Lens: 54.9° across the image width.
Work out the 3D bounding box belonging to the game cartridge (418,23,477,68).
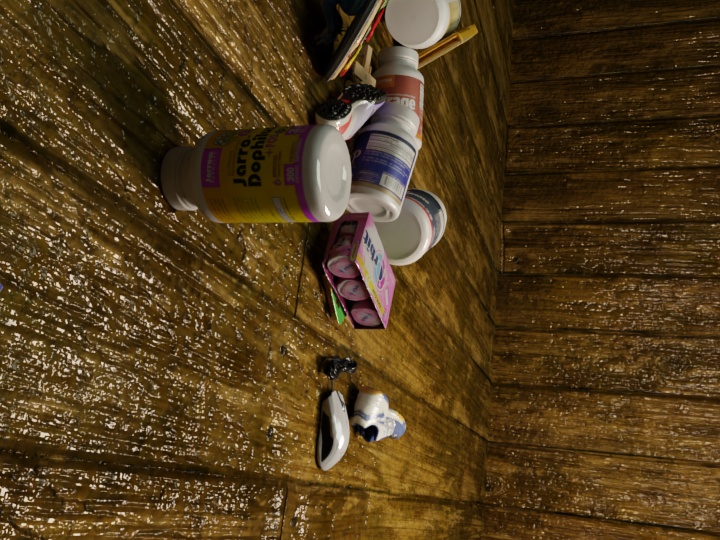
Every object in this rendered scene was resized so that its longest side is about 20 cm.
[{"bbox_3d":[0.181,-0.521,1.639,0.033,0.176,0.200,59,28,-14],"label":"game cartridge"}]

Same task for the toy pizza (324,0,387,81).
[{"bbox_3d":[0.001,-0.401,1.159,0.201,0.032,0.200,-56,-165,23],"label":"toy pizza"}]

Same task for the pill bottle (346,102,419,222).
[{"bbox_3d":[0.042,-0.204,1.292,0.120,0.119,0.201,52,51,-60],"label":"pill bottle"}]

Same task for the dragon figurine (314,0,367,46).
[{"bbox_3d":[-0.018,-0.457,1.129,0.099,0.200,0.059,38,30,-27],"label":"dragon figurine"}]

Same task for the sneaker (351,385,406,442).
[{"bbox_3d":[0.029,0.311,1.409,0.200,0.075,0.088,55,52,-48],"label":"sneaker"}]

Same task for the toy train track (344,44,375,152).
[{"bbox_3d":[-0.011,-0.326,1.315,0.115,0.032,0.201,11,88,-70],"label":"toy train track"}]

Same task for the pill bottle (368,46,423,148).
[{"bbox_3d":[0.074,-0.349,1.427,0.112,0.112,0.201,18,73,-69],"label":"pill bottle"}]

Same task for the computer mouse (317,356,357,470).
[{"bbox_3d":[-0.039,0.254,1.232,0.110,0.044,0.201,28,64,-69],"label":"computer mouse"}]

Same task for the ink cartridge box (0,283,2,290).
[{"bbox_3d":[-0.334,0.036,0.405,0.200,0.047,0.198,67,29,-52],"label":"ink cartridge box"}]

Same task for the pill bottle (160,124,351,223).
[{"bbox_3d":[-0.118,-0.105,0.769,0.104,0.199,0.105,0,90,-70],"label":"pill bottle"}]

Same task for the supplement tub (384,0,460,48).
[{"bbox_3d":[0.140,-0.578,1.557,0.200,0.144,0.145,-50,137,-60],"label":"supplement tub"}]

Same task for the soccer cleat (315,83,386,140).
[{"bbox_3d":[-0.019,-0.274,1.224,0.200,0.068,0.073,-45,155,-48],"label":"soccer cleat"}]

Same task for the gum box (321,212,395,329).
[{"bbox_3d":[0.000,0.000,1.225,0.200,0.066,0.114,66,29,-45],"label":"gum box"}]

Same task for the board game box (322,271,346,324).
[{"bbox_3d":[-0.024,0.009,1.291,0.200,0.030,0.096,-63,146,-56],"label":"board game box"}]

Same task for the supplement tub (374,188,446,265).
[{"bbox_3d":[0.102,-0.098,1.472,0.200,0.140,0.141,-36,124,-66],"label":"supplement tub"}]
